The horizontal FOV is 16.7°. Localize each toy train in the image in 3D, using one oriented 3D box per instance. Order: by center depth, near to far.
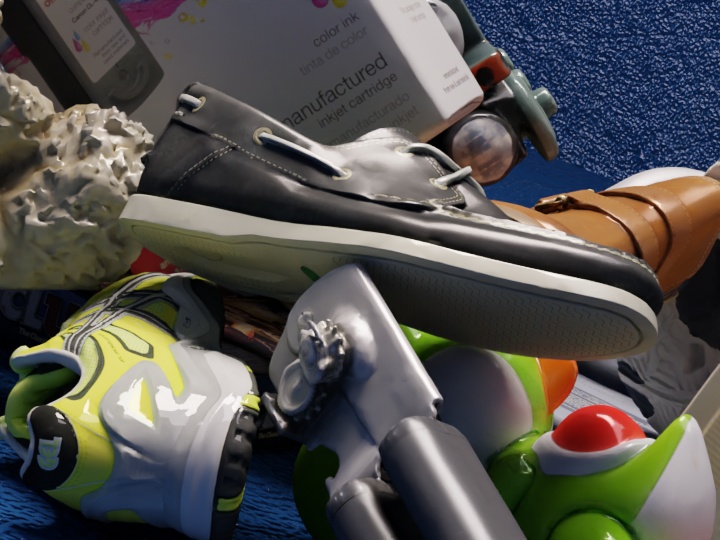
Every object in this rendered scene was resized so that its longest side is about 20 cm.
[{"bbox_3d":[0.023,-0.092,1.096,0.114,0.085,0.200,56,2,-15],"label":"toy train"}]

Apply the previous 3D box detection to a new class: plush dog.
[{"bbox_3d":[-0.187,-0.079,0.906,0.199,0.173,0.160,-1,-2,36],"label":"plush dog"}]

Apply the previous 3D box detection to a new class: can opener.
[{"bbox_3d":[0.024,0.073,0.759,0.066,0.053,0.200,22,26,-37],"label":"can opener"}]

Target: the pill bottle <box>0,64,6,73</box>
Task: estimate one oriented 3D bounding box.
[{"bbox_3d":[-0.124,-0.065,1.090,0.199,0.120,0.120,-7,5,7],"label":"pill bottle"}]

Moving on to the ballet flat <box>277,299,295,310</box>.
[{"bbox_3d":[0.000,0.000,1.121,0.199,0.072,0.072,22,9,28],"label":"ballet flat"}]

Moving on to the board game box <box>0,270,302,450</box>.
[{"bbox_3d":[-0.055,0.036,1.083,0.135,0.035,0.200,24,9,27],"label":"board game box"}]

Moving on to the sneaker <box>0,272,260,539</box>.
[{"bbox_3d":[-0.089,0.038,0.867,0.076,0.076,0.200,10,6,-15],"label":"sneaker"}]

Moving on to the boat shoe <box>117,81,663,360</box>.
[{"bbox_3d":[0.013,-0.019,0.840,0.199,0.068,0.072,15,-21,26],"label":"boat shoe"}]

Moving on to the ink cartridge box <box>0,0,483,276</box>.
[{"bbox_3d":[-0.067,-0.109,0.970,0.200,0.147,0.086,57,17,-3],"label":"ink cartridge box"}]

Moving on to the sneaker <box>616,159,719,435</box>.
[{"bbox_3d":[0.195,-0.004,1.100,0.129,0.200,0.079,-29,58,-28],"label":"sneaker"}]

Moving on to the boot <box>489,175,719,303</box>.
[{"bbox_3d":[0.086,-0.006,0.976,0.154,0.074,0.200,-17,0,-22],"label":"boot"}]

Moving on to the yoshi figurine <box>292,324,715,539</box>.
[{"bbox_3d":[0.050,0.095,0.852,0.112,0.113,0.200,-31,53,-25],"label":"yoshi figurine"}]

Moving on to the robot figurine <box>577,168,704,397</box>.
[{"bbox_3d":[0.151,0.011,1.308,0.169,0.113,0.200,-3,-8,-14],"label":"robot figurine"}]

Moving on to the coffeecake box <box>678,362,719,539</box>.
[{"bbox_3d":[0.204,0.068,1.039,0.073,0.154,0.200,41,17,22],"label":"coffeecake box"}]

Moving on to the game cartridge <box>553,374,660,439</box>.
[{"bbox_3d":[0.092,0.073,1.196,0.200,0.042,0.133,25,6,33],"label":"game cartridge"}]
